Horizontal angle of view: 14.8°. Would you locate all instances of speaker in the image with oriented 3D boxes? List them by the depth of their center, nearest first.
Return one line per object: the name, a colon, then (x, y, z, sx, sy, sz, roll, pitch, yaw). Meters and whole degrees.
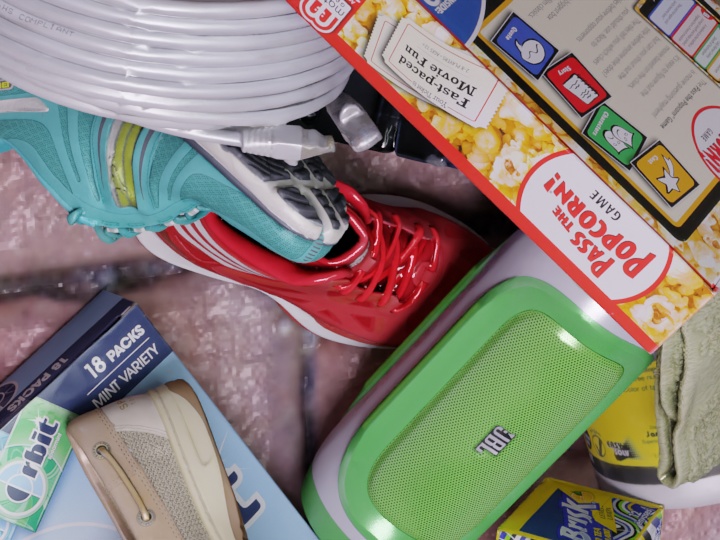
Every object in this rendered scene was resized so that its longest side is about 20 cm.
speaker: (0.060, 0.056, 1.269, 0.088, 0.089, 0.200, 28, 119, -27)

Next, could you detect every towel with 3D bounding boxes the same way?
towel: (0.197, -0.002, 1.244, 0.200, 0.036, 0.149, -40, 145, -27)

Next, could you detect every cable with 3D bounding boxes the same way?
cable: (-0.092, -0.130, 1.147, 0.199, 0.200, 0.069, 7, 123, -19)

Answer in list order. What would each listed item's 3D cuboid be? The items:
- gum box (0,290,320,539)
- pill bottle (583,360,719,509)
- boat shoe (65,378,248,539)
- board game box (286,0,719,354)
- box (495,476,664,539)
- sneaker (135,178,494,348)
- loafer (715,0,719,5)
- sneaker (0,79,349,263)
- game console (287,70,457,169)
gum box: (-0.114, 0.141, 1.268, 0.170, 0.045, 0.200, -43, 115, -15)
pill bottle: (0.145, 0.004, 1.334, 0.112, 0.112, 0.201, -22, 107, -21)
boat shoe: (-0.072, 0.147, 1.197, 0.065, 0.072, 0.201, -18, 75, -13)
board game box: (0.086, -0.083, 1.111, 0.200, 0.046, 0.151, 44, 41, 2)
box: (0.095, 0.207, 1.333, 0.070, 0.064, 0.201, -38, 137, -60)
sneaker: (0.000, 0.000, 1.260, 0.199, 0.115, 0.079, 13, 94, -26)
loafer: (0.205, -0.080, 1.288, 0.200, 0.068, 0.076, 25, 50, -51)
sneaker: (-0.090, -0.047, 1.183, 0.077, 0.200, 0.080, 5, 110, -61)
game console: (0.025, -0.151, 1.246, 0.170, 0.118, 0.201, 11, 93, -28)
